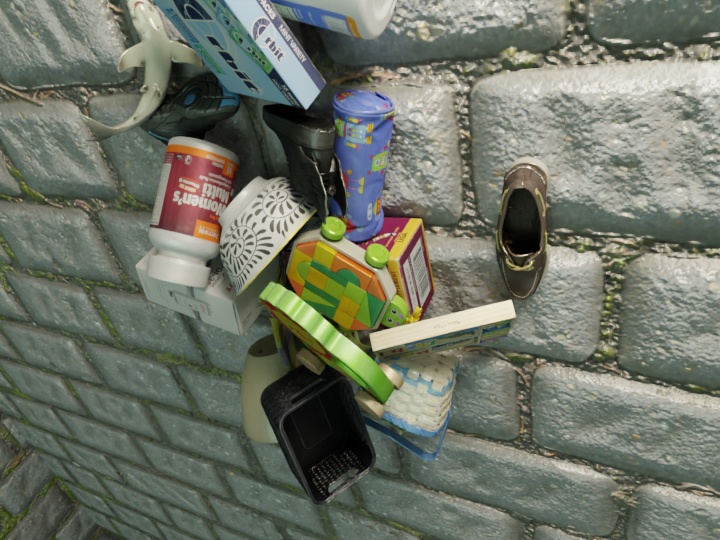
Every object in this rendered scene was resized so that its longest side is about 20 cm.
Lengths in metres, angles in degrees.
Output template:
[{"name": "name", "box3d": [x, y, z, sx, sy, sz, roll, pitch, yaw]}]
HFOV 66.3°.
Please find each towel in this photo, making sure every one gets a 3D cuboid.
[{"name": "towel", "box3d": [-0.119, 0.072, 0.917, 0.022, 0.146, 0.203, 1, 140, 3]}]

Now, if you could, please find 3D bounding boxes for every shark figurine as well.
[{"name": "shark figurine", "box3d": [-0.313, -0.271, 0.802, 0.126, 0.220, 0.089, 20, -176, -26]}]

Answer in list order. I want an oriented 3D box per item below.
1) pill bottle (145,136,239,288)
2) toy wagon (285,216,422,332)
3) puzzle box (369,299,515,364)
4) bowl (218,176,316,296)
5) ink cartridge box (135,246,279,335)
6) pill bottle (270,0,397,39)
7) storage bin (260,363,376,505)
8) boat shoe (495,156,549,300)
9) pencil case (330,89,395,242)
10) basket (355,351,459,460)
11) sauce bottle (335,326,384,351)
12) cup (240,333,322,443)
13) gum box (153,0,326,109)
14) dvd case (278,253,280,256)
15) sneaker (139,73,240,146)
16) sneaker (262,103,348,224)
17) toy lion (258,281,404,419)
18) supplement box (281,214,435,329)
[{"name": "pill bottle", "box3d": [-0.251, -0.083, 0.818, 0.106, 0.206, 0.110, 11, 177, 1]}, {"name": "toy wagon", "box3d": [-0.008, 0.024, 0.752, 0.197, 0.040, 0.157, 31, 135, 7]}, {"name": "puzzle box", "box3d": [0.116, 0.092, 0.780, 0.194, 0.026, 0.133, -14, 161, 6]}, {"name": "bowl", "box3d": [-0.141, -0.069, 0.788, 0.094, 0.202, 0.200, 42, 136, -9]}, {"name": "ink cartridge box", "box3d": [-0.250, 0.003, 0.933, 0.195, 0.148, 0.084, 17, 137, 17]}, {"name": "pill bottle", "box3d": [-0.061, -0.327, 0.586, 0.196, 0.113, 0.114, 22, 135, 15]}, {"name": "storage bin", "box3d": [-0.069, 0.268, 0.930, 0.093, 0.133, 0.204, 27, 140, 55]}, {"name": "boat shoe", "box3d": [0.205, -0.038, 0.700, 0.070, 0.060, 0.204, 11, 131, 23]}, {"name": "pencil case", "box3d": [0.002, -0.136, 0.732, 0.078, 0.086, 0.204, 38, 141, 34]}, {"name": "basket", "box3d": [0.078, 0.213, 0.926, 0.173, 0.139, 0.204, 26, 120, 12]}, {"name": "sauce bottle", "box3d": [0.005, 0.101, 0.943, 0.064, 0.065, 0.200, 41, 134, -7]}, {"name": "cup", "box3d": [-0.148, 0.204, 1.047, 0.196, 0.200, 0.147, -4, 111, 33]}, {"name": "gum box", "box3d": [-0.150, -0.275, 0.637, 0.198, 0.045, 0.170, 28, 165, 45]}, {"name": "dvd case", "box3d": [-0.191, -0.031, 0.986, 0.195, 0.016, 0.151, 2, 127, 31]}, {"name": "sneaker", "box3d": [-0.247, -0.234, 0.827, 0.195, 0.075, 0.082, 1, 151, 32]}, {"name": "sneaker", "box3d": [-0.076, -0.147, 0.717, 0.199, 0.059, 0.107, 39, 136, 48]}, {"name": "toy lion", "box3d": [-0.049, 0.097, 0.753, 0.198, 0.069, 0.193, 29, 161, 35]}, {"name": "supplement box", "box3d": [0.000, 0.000, 0.830, 0.195, 0.104, 0.133, 4, 129, 30]}]
